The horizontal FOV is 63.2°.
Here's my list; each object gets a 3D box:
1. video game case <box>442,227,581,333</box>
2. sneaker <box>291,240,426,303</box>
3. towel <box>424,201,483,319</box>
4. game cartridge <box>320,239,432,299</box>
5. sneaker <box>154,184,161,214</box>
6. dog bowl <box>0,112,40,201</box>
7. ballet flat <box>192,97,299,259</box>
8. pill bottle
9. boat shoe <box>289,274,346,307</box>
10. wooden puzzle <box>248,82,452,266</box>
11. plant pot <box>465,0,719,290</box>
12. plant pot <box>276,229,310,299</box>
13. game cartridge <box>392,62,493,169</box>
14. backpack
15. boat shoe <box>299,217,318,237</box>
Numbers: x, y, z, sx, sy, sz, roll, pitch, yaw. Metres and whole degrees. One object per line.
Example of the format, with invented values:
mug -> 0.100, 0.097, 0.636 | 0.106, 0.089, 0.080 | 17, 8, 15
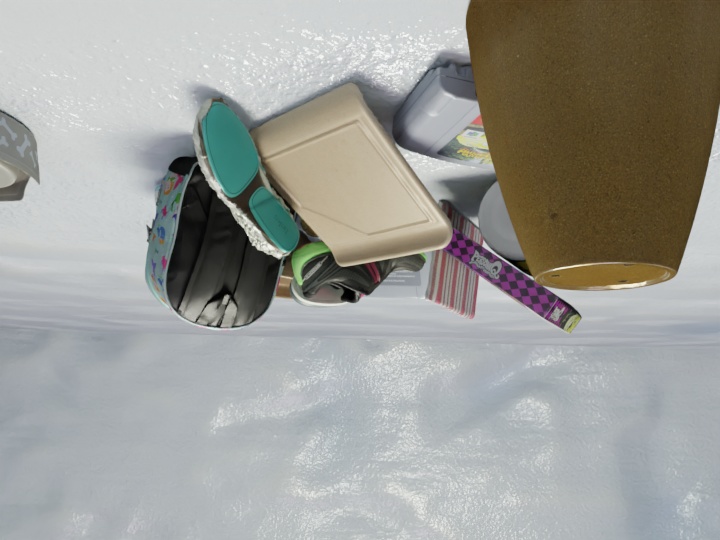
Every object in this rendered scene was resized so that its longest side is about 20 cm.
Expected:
video game case -> 0.196, 0.008, 0.798 | 0.199, 0.036, 0.180 | 38, -172, 30
sneaker -> 0.000, 0.000, 0.800 | 0.195, 0.086, 0.076 | -6, 179, -23
towel -> 0.148, -0.009, 0.927 | 0.029, 0.150, 0.199 | 3, 170, 30
game cartridge -> 0.035, -0.021, 0.942 | 0.195, 0.136, 0.041 | 1, -150, 21
sneaker -> -0.252, -0.039, 0.893 | 0.077, 0.134, 0.200 | -2, 168, 15
dog bowl -> -0.464, -0.138, 0.657 | 0.194, 0.060, 0.200 | 2, 168, 0
ballet flat -> -0.136, -0.091, 0.644 | 0.070, 0.073, 0.202 | -4, 133, 26
pill bottle -> 0.244, -0.051, 0.800 | 0.109, 0.114, 0.199 | -6, 165, 32
boat shoe -> -0.039, 0.022, 0.859 | 0.062, 0.074, 0.198 | -39, 168, 36
wooden puzzle -> -0.014, -0.095, 0.644 | 0.182, 0.038, 0.201 | -9, 130, 42
plant pot -> 0.167, -0.094, 0.419 | 0.181, 0.206, 0.187 | 2, 169, 0
plant pot -> -0.139, -0.017, 0.948 | 0.195, 0.095, 0.201 | 6, 168, 1
game cartridge -> 0.138, -0.143, 0.587 | 0.195, 0.042, 0.133 | 6, 171, -17
backpack -> -0.185, -0.031, 0.756 | 0.175, 0.206, 0.149 | 11, 179, -40
boat shoe -> -0.010, -0.069, 0.866 | 0.196, 0.064, 0.073 | -8, 161, 34
